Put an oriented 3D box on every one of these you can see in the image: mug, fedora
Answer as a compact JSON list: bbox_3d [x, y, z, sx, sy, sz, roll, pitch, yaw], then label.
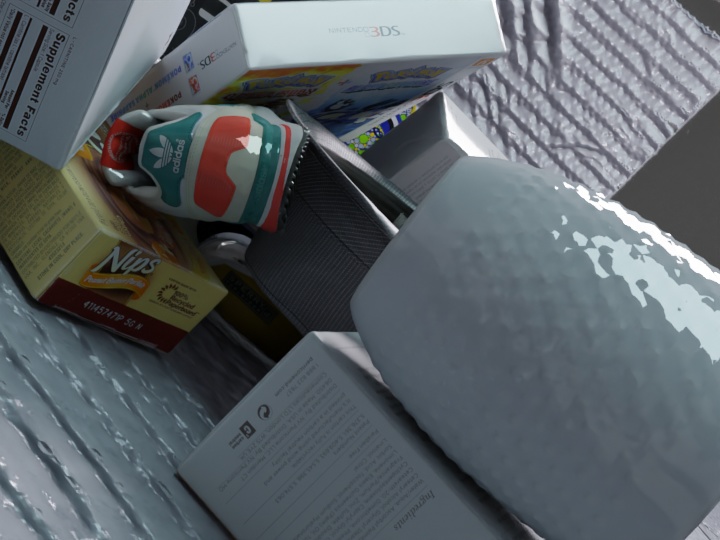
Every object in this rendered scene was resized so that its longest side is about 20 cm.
[{"bbox_3d":[0.093,0.033,0.707,0.175,0.148,0.200,38,8,3],"label":"mug"},{"bbox_3d":[0.000,0.000,0.854,0.200,0.090,0.177,34,14,-49],"label":"fedora"}]

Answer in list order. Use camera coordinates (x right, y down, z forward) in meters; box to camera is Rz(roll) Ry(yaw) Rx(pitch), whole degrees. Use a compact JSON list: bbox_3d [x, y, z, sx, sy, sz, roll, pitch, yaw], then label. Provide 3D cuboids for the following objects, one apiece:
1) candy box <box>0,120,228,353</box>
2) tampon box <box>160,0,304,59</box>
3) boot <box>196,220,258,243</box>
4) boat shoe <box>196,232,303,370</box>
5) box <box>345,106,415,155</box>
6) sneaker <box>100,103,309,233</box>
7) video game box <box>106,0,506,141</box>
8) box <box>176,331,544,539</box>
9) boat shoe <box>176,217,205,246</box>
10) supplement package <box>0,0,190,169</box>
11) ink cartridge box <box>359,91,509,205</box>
[{"bbox_3d":[-0.167,-0.052,0.812,0.200,0.055,0.115,51,10,32],"label":"candy box"},{"bbox_3d":[-0.069,-0.192,1.130,0.126,0.150,0.200,35,-1,17],"label":"tampon box"},{"bbox_3d":[-0.014,0.005,1.020,0.200,0.075,0.097,47,49,-14],"label":"boot"},{"bbox_3d":[-0.026,0.053,0.927,0.202,0.075,0.086,41,9,-9],"label":"boat shoe"},{"bbox_3d":[0.007,-0.040,1.124,0.064,0.200,0.070,1,13,0],"label":"box"},{"bbox_3d":[-0.094,-0.065,0.797,0.093,0.070,0.200,14,3,-17],"label":"sneaker"},{"bbox_3d":[-0.039,-0.120,0.935,0.200,0.182,0.047,-10,80,-37],"label":"video game box"},{"bbox_3d":[0.026,0.134,0.727,0.200,0.097,0.124,47,9,12],"label":"box"},{"bbox_3d":[-0.104,-0.028,1.044,0.062,0.073,0.200,-10,-30,45],"label":"boat shoe"},{"bbox_3d":[-0.187,-0.190,0.761,0.200,0.147,0.191,28,28,-5],"label":"supplement package"},{"bbox_3d":[0.078,-0.009,1.004,0.200,0.117,0.067,44,23,-25],"label":"ink cartridge box"}]
